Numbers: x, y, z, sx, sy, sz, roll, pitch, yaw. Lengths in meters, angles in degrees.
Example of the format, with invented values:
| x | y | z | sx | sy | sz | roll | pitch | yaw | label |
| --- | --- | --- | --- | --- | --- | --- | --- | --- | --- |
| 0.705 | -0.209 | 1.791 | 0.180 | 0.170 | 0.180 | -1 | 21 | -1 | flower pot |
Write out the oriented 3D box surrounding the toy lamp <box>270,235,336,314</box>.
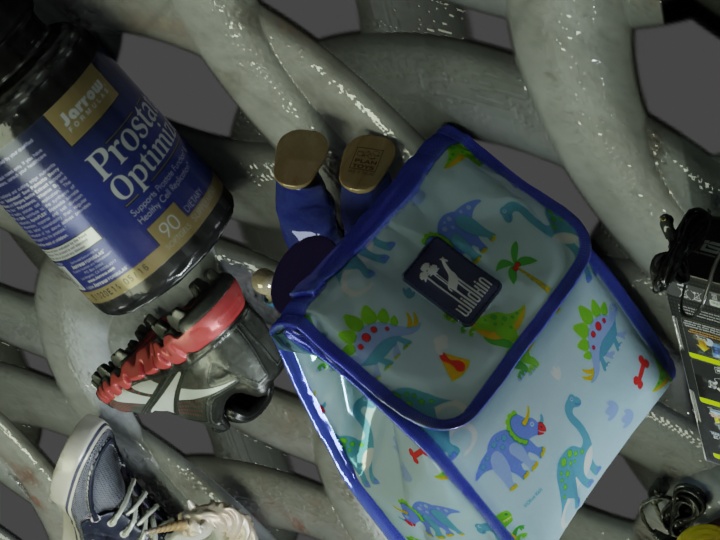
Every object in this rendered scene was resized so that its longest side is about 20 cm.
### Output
| x | y | z | sx | sy | sz | roll | pitch | yaw | label |
| --- | --- | --- | --- | --- | --- | --- | --- | --- | --- |
| 0.032 | 0.046 | 1.530 | 0.058 | 0.058 | 0.200 | 1 | 158 | 46 | toy lamp |

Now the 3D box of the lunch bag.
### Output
| x | y | z | sx | sy | sz | roll | pitch | yaw | label |
| --- | --- | --- | --- | --- | --- | --- | --- | --- | --- |
| 0.057 | 0.046 | 1.440 | 0.127 | 0.170 | 0.200 | -10 | 124 | 52 | lunch bag |

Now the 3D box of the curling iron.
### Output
| x | y | z | sx | sy | sz | roll | pitch | yaw | label |
| --- | --- | --- | --- | --- | --- | --- | --- | --- | --- |
| 0.230 | 0.135 | 1.519 | 0.050 | 0.026 | 0.200 | 44 | 149 | -15 | curling iron |

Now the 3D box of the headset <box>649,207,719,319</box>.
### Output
| x | y | z | sx | sy | sz | roll | pitch | yaw | label |
| --- | --- | --- | --- | --- | --- | --- | --- | --- | --- |
| 0.230 | -0.024 | 1.274 | 0.199 | 0.094 | 0.124 | -17 | 111 | 35 | headset |

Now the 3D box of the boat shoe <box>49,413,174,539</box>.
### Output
| x | y | z | sx | sy | sz | roll | pitch | yaw | label |
| --- | --- | --- | --- | --- | --- | --- | --- | --- | --- |
| -0.179 | 0.180 | 1.987 | 0.092 | 0.075 | 0.200 | 24 | 156 | 10 | boat shoe |

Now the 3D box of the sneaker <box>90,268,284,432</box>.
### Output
| x | y | z | sx | sy | sz | roll | pitch | yaw | label |
| --- | --- | --- | --- | --- | --- | --- | --- | --- | --- |
| -0.114 | 0.071 | 1.755 | 0.098 | 0.071 | 0.200 | 45 | 148 | -8 | sneaker |

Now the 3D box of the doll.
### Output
| x | y | z | sx | sy | sz | roll | pitch | yaw | label |
| --- | --- | --- | --- | --- | --- | --- | --- | --- | --- |
| 0.000 | 0.000 | 1.557 | 0.136 | 0.049 | 0.200 | 5 | 143 | 11 | doll |

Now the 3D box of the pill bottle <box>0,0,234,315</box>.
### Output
| x | y | z | sx | sy | sz | roll | pitch | yaw | label |
| --- | --- | --- | --- | --- | --- | --- | --- | --- | --- |
| -0.179 | -0.078 | 1.583 | 0.200 | 0.112 | 0.112 | 48 | 148 | -18 | pill bottle |

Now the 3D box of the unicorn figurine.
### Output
| x | y | z | sx | sy | sz | roll | pitch | yaw | label |
| --- | --- | --- | --- | --- | --- | --- | --- | --- | --- |
| -0.092 | 0.231 | 1.965 | 0.199 | 0.074 | 0.137 | 29 | 147 | -15 | unicorn figurine |

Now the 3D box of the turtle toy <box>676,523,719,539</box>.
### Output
| x | y | z | sx | sy | sz | roll | pitch | yaw | label |
| --- | --- | --- | --- | --- | --- | --- | --- | --- | --- |
| 0.262 | 0.225 | 1.509 | 0.199 | 0.101 | 0.146 | -2 | 134 | 8 | turtle toy |

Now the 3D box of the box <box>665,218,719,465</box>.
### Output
| x | y | z | sx | sy | sz | roll | pitch | yaw | label |
| --- | --- | --- | --- | --- | --- | --- | --- | --- | --- |
| 0.265 | 0.062 | 1.368 | 0.199 | 0.044 | 0.161 | 16 | 144 | 33 | box |
